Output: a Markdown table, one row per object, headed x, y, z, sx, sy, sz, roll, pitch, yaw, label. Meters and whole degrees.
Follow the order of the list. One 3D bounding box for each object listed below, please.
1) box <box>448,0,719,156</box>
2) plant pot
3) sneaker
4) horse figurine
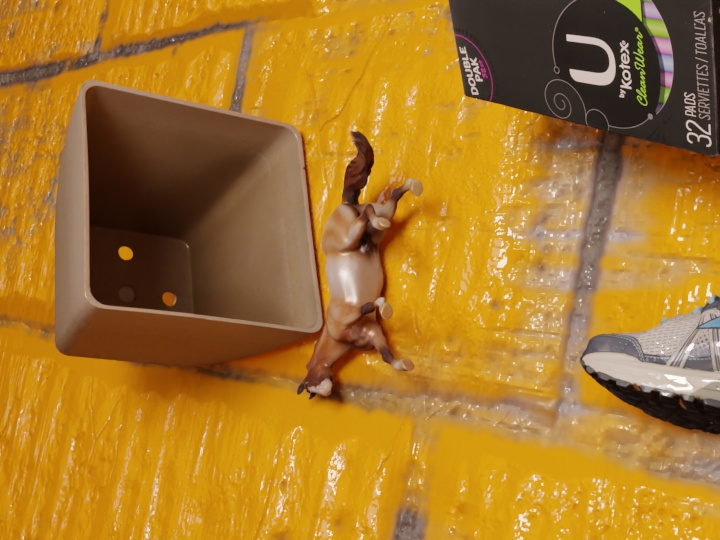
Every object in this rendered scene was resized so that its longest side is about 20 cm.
| x | y | z | sx | sy | sz | roll | pitch | yaw | label |
| --- | --- | --- | --- | --- | --- | --- | --- | --- | --- |
| 0.156 | -0.170 | 0.637 | 0.200 | 0.124 | 0.149 | 26 | 136 | 49 | box |
| -0.171 | -0.016 | 0.962 | 0.177 | 0.200 | 0.200 | -38 | 51 | 49 | plant pot |
| 0.215 | 0.042 | 0.599 | 0.200 | 0.078 | 0.086 | 1 | 67 | 42 | sneaker |
| 0.000 | 0.000 | 0.850 | 0.133 | 0.050 | 0.200 | 171 | 101 | -65 | horse figurine |
